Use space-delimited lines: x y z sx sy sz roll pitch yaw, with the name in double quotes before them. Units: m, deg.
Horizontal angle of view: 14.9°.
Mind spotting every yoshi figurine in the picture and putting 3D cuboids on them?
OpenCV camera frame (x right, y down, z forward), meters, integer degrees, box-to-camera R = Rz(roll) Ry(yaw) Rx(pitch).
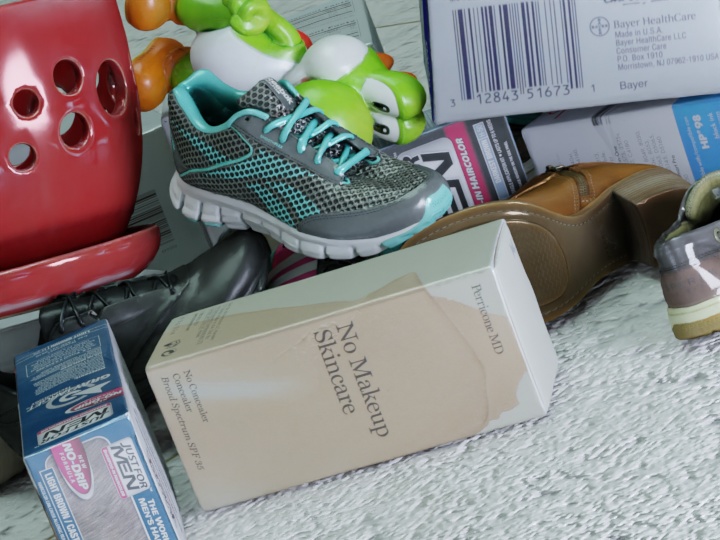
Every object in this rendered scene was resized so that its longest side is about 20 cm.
"yoshi figurine" -0.060 -0.113 1.696 0.200 0.112 0.112 19 -9 23

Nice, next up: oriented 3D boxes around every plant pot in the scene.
"plant pot" -0.227 -0.065 1.694 0.200 0.183 0.200 -14 6 1

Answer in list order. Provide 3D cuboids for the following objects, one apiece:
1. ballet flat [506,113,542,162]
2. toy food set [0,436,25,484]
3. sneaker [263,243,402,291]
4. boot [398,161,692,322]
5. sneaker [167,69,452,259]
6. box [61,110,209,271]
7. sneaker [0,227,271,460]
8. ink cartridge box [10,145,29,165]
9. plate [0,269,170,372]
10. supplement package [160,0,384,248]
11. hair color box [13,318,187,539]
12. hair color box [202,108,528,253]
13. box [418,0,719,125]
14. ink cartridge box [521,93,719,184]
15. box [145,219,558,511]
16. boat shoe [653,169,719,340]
"ballet flat" 0.097 -0.094 1.915 0.068 0.067 0.200 18 15 6
"toy food set" -0.241 0.083 1.745 0.200 0.060 0.143 -5 22 45
"sneaker" 0.000 0.000 1.624 0.121 0.084 0.200 -55 20 -5
"boot" 0.097 -0.020 1.637 0.200 0.074 0.155 -9 11 -16
"sneaker" -0.039 -0.066 1.578 0.200 0.091 0.078 11 38 35
"box" -0.177 -0.047 1.992 0.097 0.124 0.200 -24 15 -10
"sneaker" -0.138 0.038 1.612 0.200 0.091 0.076 -42 16 0
"ink cartridge box" -0.259 -0.013 1.929 0.037 0.200 0.095 13 5 -18
"plate" -0.218 0.038 1.752 0.200 0.032 0.200 -15 7 -24
"supplement package" -0.040 -0.080 1.873 0.151 0.152 0.200 -20 15 3
"hair color box" -0.138 0.103 1.464 0.061 0.100 0.200 -22 15 -3
"hair color box" 0.008 -0.031 1.741 0.200 0.099 0.061 -21 16 0
"box" 0.128 -0.170 1.731 0.184 0.105 0.200 -6 15 1
"ink cartridge box" 0.187 -0.090 1.772 0.200 0.067 0.116 -7 21 41
"box" -0.003 0.051 1.483 0.200 0.095 0.078 -18 16 15
"boat shoe" 0.210 -0.026 1.521 0.073 0.065 0.200 -16 15 24
